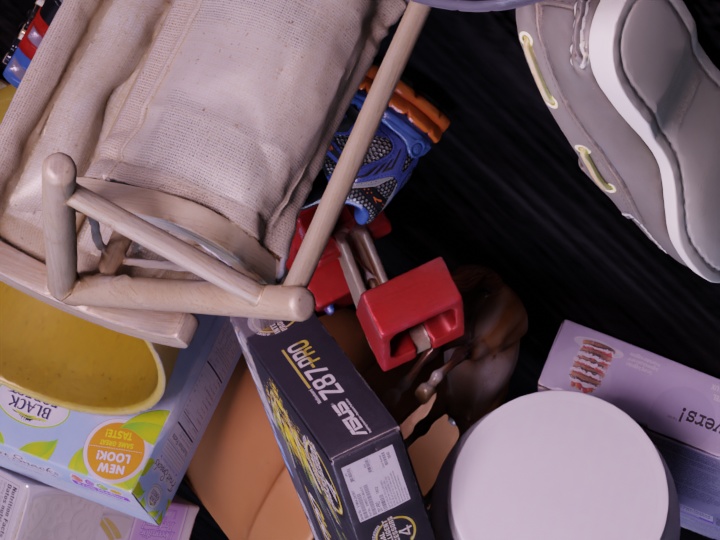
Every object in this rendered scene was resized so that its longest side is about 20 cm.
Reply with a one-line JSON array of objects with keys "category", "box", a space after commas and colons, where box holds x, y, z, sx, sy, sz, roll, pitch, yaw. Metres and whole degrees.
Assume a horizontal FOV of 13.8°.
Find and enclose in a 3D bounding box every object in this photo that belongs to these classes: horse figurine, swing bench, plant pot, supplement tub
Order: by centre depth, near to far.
[{"category": "swing bench", "box": [-0.072, -0.081, 1.330, 0.129, 0.199, 0.200, 29, 164, -16]}, {"category": "plant pot", "box": [-0.170, -0.032, 1.704, 0.199, 0.142, 0.200, 22, 152, 12]}, {"category": "supplement tub", "box": [0.111, 0.156, 1.736, 0.144, 0.145, 0.200, 22, 162, 8]}, {"category": "horse figurine", "box": [0.058, 0.058, 1.754, 0.050, 0.133, 0.200, 28, 147, 21]}, {"category": "plant pot", "box": [-0.033, 0.104, 1.905, 0.140, 0.200, 0.200, 37, 168, 17]}]

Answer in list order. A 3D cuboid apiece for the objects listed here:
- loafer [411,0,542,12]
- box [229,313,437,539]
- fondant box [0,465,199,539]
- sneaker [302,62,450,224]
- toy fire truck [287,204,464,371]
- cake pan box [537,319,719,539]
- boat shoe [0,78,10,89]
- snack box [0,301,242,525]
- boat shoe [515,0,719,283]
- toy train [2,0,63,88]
[{"category": "loafer", "box": [0.085, -0.146, 1.166, 0.199, 0.072, 0.063, 2, 133, 41]}, {"category": "box", "box": [-0.001, 0.128, 1.690, 0.161, 0.049, 0.200, -124, 13, -52]}, {"category": "fondant box", "box": [-0.221, 0.139, 1.913, 0.144, 0.058, 0.200, 12, -172, -44]}, {"category": "sneaker", "box": [-0.051, -0.072, 1.546, 0.200, 0.079, 0.075, 10, 158, 41]}, {"category": "toy fire truck", "box": [0.000, 0.000, 1.615, 0.141, 0.049, 0.200, 62, 170, 14]}, {"category": "cake pan box", "box": [0.205, 0.112, 1.806, 0.199, 0.052, 0.184, 21, 165, 14]}, {"category": "boat shoe", "box": [-0.272, -0.098, 1.812, 0.199, 0.063, 0.073, 21, 163, 12]}, {"category": "snack box", "box": [-0.158, 0.031, 1.808, 0.168, 0.201, 0.068, 18, 163, 20]}, {"category": "boat shoe", "box": [0.127, -0.066, 1.328, 0.060, 0.072, 0.202, 16, 156, 33]}, {"category": "toy train", "box": [-0.160, -0.130, 1.581, 0.034, 0.046, 0.200, 27, 164, -8]}]
